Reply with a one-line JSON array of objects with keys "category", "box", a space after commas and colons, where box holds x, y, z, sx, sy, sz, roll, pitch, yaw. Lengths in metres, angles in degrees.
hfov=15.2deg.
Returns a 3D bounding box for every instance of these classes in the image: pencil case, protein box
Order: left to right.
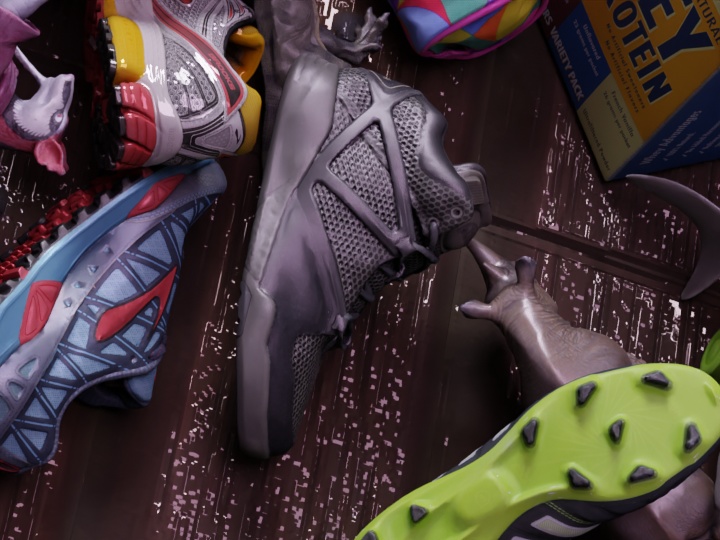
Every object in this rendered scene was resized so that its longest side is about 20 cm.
[{"category": "pencil case", "box": [0.023, -0.207, 1.440, 0.088, 0.088, 0.200, -20, 74, -29]}, {"category": "protein box", "box": [0.229, -0.164, 1.436, 0.200, 0.199, 0.135, -12, 71, -27]}]

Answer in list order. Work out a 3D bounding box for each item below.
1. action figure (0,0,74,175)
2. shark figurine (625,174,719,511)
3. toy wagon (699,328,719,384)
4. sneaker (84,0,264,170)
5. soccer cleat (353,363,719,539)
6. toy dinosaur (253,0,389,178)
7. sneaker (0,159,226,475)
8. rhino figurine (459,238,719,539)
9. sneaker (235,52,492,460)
[{"category": "action figure", "box": [-0.209, -0.116, 1.266, 0.149, 0.134, 0.200, -37, 84, -28]}, {"category": "shark figurine", "box": [0.203, 0.006, 1.342, 0.090, 0.128, 0.215, 45, 23, -33]}, {"category": "toy wagon", "box": [0.258, 0.066, 1.435, 0.155, 0.040, 0.200, 27, 59, -9]}, {"category": "sneaker", "box": [-0.092, -0.111, 1.316, 0.082, 0.078, 0.200, 3, 38, -13]}, {"category": "soccer cleat", "box": [0.082, 0.104, 1.279, 0.200, 0.081, 0.068, -29, 77, 1]}, {"category": "toy dinosaur", "box": [-0.021, -0.104, 1.390, 0.088, 0.047, 0.200, 6, 80, -37]}, {"category": "sneaker", "box": [-0.127, 0.020, 1.285, 0.200, 0.079, 0.096, -45, 108, -31]}, {"category": "rhino figurine", "box": [0.112, 0.060, 1.341, 0.200, 0.060, 0.087, 55, 14, 9]}, {"category": "sneaker", "box": [0.000, 0.000, 1.308, 0.114, 0.076, 0.200, 12, 74, 3]}]
